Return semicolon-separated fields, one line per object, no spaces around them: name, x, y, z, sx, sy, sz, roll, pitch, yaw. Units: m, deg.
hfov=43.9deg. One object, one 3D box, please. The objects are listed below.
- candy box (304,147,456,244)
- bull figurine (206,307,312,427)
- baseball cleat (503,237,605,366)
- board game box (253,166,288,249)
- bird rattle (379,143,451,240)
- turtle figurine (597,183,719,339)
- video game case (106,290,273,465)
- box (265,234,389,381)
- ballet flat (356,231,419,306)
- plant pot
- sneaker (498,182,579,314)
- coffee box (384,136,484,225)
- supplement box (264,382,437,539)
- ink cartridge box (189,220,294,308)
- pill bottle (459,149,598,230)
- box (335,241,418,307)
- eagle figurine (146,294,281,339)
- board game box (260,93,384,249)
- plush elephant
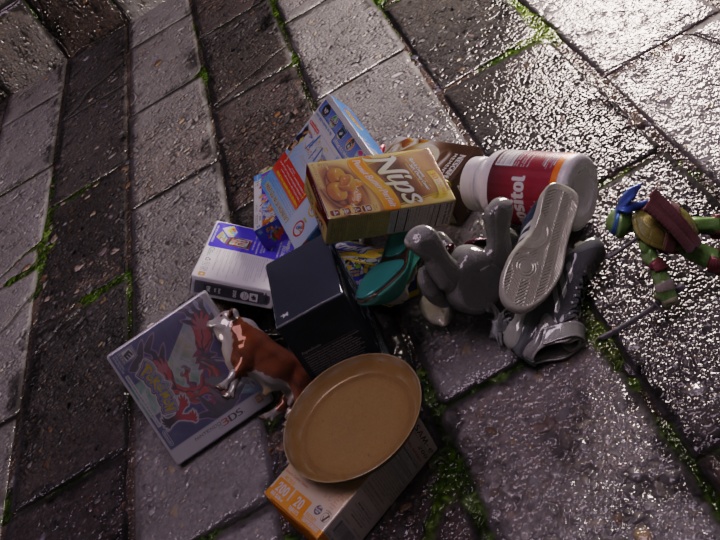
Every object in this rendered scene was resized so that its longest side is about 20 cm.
candy box;0.027;-0.111;1.298;0.195;0.056;0.117;-10;52;-18
bull figurine;-0.150;0.144;1.322;0.123;0.197;0.065;-64;9;-22
baseball cleat;0.284;0.048;1.204;0.201;0.070;0.106;-48;46;-5
board game box;-0.127;-0.136;1.623;0.132;0.045;0.202;-26;33;10
bird rattle;0.050;-0.103;1.454;0.111;0.166;0.198;-28;30;-31
turtle figurine;0.414;-0.020;1.166;0.189;0.205;0.144;7;25;15
video game case;-0.258;0.165;1.365;0.180;0.202;0.023;-33;8;-1
box;-0.040;0.079;1.285;0.105;0.202;0.150;-27;37;7
ballet flat;0.053;0.005;1.293;0.066;0.071;0.201;-13;30;31
plant pot;-0.008;0.193;1.153;0.196;0.028;0.202;-19;37;15
sneaker;0.238;-0.019;1.211;0.074;0.085;0.202;29;66;5
coffee box;0.116;-0.158;1.537;0.198;0.080;0.115;15;57;45
supplement box;-0.012;0.260;1.166;0.200;0.074;0.125;-47;39;-19
ink cartridge box;-0.179;-0.008;1.554;0.195;0.044;0.199;10;30;0
pill bottle;0.255;-0.126;1.372;0.197;0.114;0.114;10;53;44
box;0.000;0.000;1.441;0.069;0.066;0.198;-22;25;-39
eagle figurine;-0.247;0.112;1.459;0.199;0.153;0.151;-39;0;-16
board game box;-0.058;-0.150;1.445;0.197;0.055;0.201;-49;43;17
plush elephant;0.148;0.001;1.286;0.162;0.204;0.155;-26;12;-12
